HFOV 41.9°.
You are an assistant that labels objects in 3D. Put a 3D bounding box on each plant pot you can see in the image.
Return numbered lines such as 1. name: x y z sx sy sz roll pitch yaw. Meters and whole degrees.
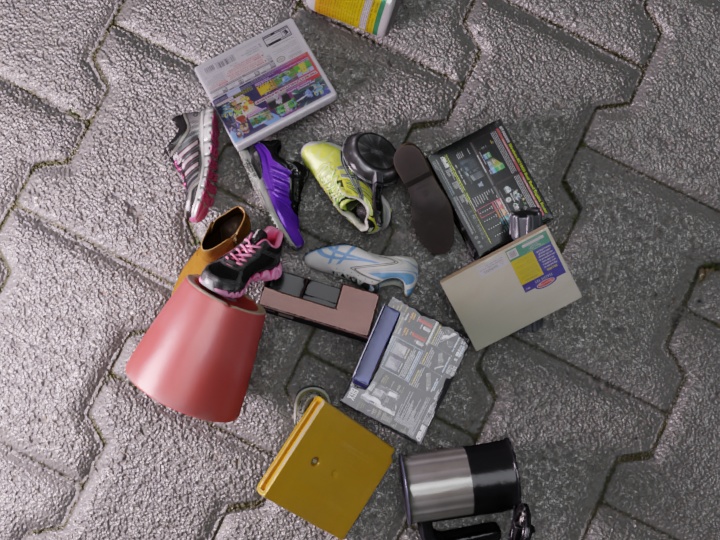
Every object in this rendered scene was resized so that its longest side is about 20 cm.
1. plant pot: -0.249 0.116 1.499 0.199 0.200 0.179 26 96 2

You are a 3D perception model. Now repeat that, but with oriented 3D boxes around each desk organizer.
1. desk organizer: -0.070 0.055 1.592 0.197 0.072 0.078 16 80 0

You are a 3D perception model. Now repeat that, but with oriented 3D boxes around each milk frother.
1. milk frother: 0.167 0.373 1.494 0.185 0.200 0.183 -8 87 -3

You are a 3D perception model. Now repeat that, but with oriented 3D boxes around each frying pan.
1. frying pan: 0.014 -0.170 1.598 0.114 0.031 0.191 28 47 -9

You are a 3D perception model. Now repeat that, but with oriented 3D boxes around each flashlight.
1. flashlight: 0.274 0.001 1.576 0.067 0.068 0.203 -4 108 1

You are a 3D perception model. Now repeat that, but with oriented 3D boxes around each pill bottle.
1. pill bottle: -0.028 -0.495 1.644 0.198 0.113 0.114 22 82 2

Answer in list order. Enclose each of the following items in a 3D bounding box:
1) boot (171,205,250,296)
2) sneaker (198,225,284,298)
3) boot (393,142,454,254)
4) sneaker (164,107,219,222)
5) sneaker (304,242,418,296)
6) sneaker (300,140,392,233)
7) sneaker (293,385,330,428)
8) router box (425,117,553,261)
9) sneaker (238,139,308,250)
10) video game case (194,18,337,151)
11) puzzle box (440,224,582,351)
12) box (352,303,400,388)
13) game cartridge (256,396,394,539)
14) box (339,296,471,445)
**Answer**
1. boot: -0.256 -0.020 1.559 0.071 0.144 0.202 37 83 4
2. sneaker: -0.185 -0.022 1.507 0.078 0.200 0.096 30 116 16
3. boot: 0.115 -0.128 1.626 0.073 0.076 0.202 -18 103 12
4. sneaker: -0.295 -0.182 1.617 0.086 0.074 0.203 3 83 5
5. sneaker: 0.000 0.000 1.600 0.197 0.072 0.073 9 72 0
6. sneaker: -0.028 -0.146 1.606 0.200 0.076 0.076 44 117 6
7. sneaker: -0.083 0.291 1.551 0.076 0.089 0.203 -4 82 -2
8. router box: 0.221 -0.140 1.630 0.148 0.062 0.202 -27 84 -4
9. sneaker: -0.127 -0.138 1.616 0.099 0.070 0.202 -26 85 -7
10. video game case: -0.166 -0.327 1.642 0.198 0.023 0.184 -28 70 -6
11. puzzle box: 0.247 0.030 1.542 0.198 0.025 0.134 -27 100 9
12. box: 0.023 0.122 1.471 0.032 0.200 0.122 24 82 4
13. game cartridge: -0.050 0.323 1.522 0.200 0.032 0.177 41 80 -38
14. box: 0.076 0.170 1.592 0.156 0.050 0.202 27 82 2
